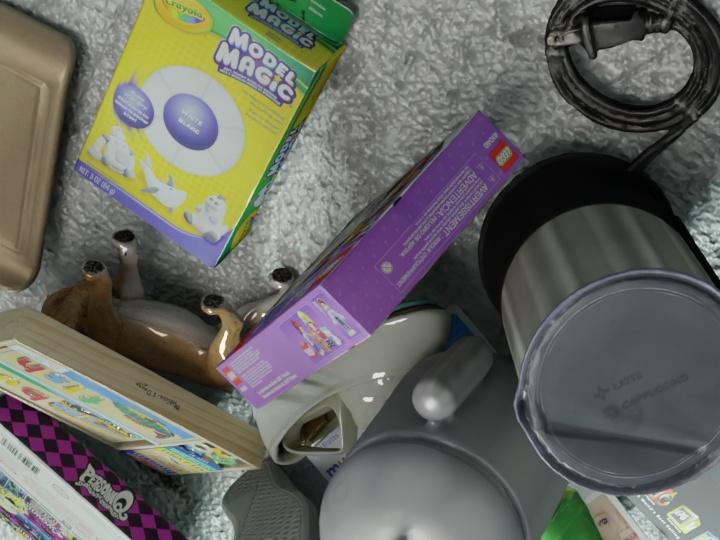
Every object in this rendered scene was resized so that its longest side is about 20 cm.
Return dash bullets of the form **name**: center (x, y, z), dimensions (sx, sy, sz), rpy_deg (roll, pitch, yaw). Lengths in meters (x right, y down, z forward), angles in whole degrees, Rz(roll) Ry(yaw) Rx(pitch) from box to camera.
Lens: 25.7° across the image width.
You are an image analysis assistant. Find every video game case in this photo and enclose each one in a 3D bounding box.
- **video game case**: center (-0.211, 0.186, 1.183), dimensions (0.200, 0.036, 0.181), rpy_deg (41, 150, -1)

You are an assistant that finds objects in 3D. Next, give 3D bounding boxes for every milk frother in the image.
- **milk frother**: center (0.135, -0.028, 0.805), dimensions (0.180, 0.188, 0.201), rpy_deg (-27, 109, 7)

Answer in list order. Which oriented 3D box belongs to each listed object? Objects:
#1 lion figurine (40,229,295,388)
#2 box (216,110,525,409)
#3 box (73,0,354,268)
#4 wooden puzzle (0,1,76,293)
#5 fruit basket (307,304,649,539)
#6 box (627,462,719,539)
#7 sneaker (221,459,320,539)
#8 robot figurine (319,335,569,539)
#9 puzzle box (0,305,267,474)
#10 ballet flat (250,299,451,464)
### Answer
- **lion figurine**: center (-0.128, 0.043, 1.066), dimensions (0.199, 0.073, 0.123), rpy_deg (19, 132, 12)
- **box**: center (0.000, 0.000, 0.882), dimensions (0.039, 0.137, 0.200), rpy_deg (44, 155, -4)
- **box**: center (-0.091, -0.108, 0.967), dimensions (0.117, 0.048, 0.201), rpy_deg (34, 127, 4)
- **wooden puzzle**: center (-0.284, -0.105, 1.080), dimensions (0.184, 0.037, 0.201), rpy_deg (27, 123, 11)
- **fruit basket**: center (0.066, 0.147, 1.015), dimensions (0.200, 0.094, 0.185), rpy_deg (47, 129, -2)
- **box**: center (0.275, 0.148, 0.933), dimensions (0.200, 0.049, 0.161), rpy_deg (47, 126, -5)
- **sneaker**: center (-0.032, 0.207, 1.060), dimensions (0.074, 0.200, 0.118), rpy_deg (-38, 104, 2)
- **robot figurine**: center (0.049, 0.119, 0.863), dimensions (0.112, 0.200, 0.171), rpy_deg (7, 120, 22)
- **puzzle box**: center (-0.174, 0.085, 1.065), dimensions (0.199, 0.026, 0.133), rpy_deg (32, 155, -28)
- **ballet flat**: center (-0.003, 0.077, 0.981), dimensions (0.070, 0.069, 0.200), rpy_deg (49, 142, -8)
